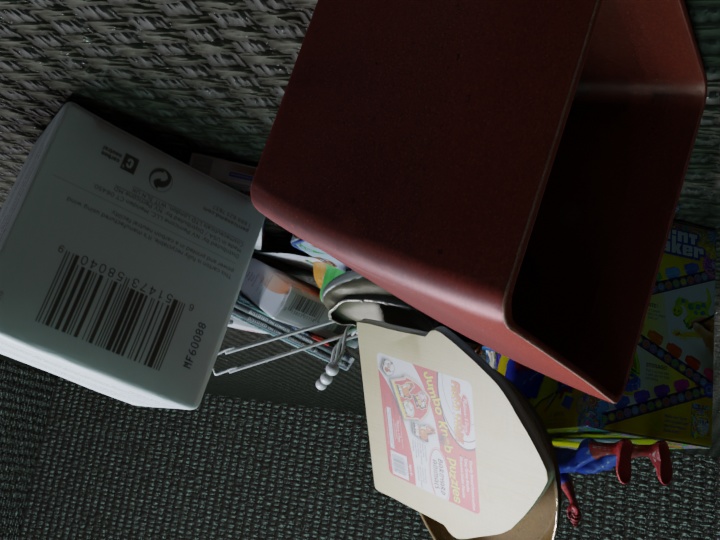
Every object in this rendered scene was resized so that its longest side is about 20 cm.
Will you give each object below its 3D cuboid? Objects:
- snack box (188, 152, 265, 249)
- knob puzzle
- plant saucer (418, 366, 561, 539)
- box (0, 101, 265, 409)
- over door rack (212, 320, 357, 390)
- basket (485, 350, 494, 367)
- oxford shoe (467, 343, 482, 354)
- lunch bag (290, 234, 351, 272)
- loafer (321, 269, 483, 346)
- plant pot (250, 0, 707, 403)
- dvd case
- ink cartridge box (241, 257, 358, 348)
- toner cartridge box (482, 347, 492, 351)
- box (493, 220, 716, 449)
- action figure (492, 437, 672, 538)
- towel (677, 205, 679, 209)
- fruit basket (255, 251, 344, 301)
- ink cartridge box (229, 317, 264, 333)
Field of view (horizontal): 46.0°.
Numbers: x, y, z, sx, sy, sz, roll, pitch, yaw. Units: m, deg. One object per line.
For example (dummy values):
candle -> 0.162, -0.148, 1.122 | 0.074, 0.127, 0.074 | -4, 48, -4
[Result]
snack box -> -0.131, -0.065, 0.856 | 0.071, 0.024, 0.200 | 12, 165, -4
knob puzzle -> 0.084, 0.138, 0.725 | 0.030, 0.221, 0.219 | -22, -172, -40
plant saucer -> 0.111, 0.174, 0.753 | 0.035, 0.202, 0.200 | -7, 176, -34
box -> -0.226, -0.001, 0.758 | 0.198, 0.201, 0.171 | 27, 160, -26
over door rack -> -0.065, 0.089, 0.887 | 0.199, 0.067, 0.148 | -5, 166, -9
basket -> 0.230, 0.136, 1.099 | 0.138, 0.177, 0.200 | 3, 153, 10
oxford shoe -> 0.108, 0.076, 0.875 | 0.071, 0.073, 0.200 | -25, 163, -28
lunch bag -> 0.047, -0.035, 0.771 | 0.199, 0.076, 0.160 | 17, 161, -25
loafer -> 0.053, 0.040, 0.763 | 0.199, 0.070, 0.075 | -1, 158, 25
plant pot -> 0.061, -0.062, 0.460 | 0.175, 0.201, 0.200 | 13, 170, 33
dvd case -> -0.113, 0.049, 1.022 | 0.199, 0.022, 0.146 | 30, -176, -26
ink cartridge box -> -0.099, 0.014, 1.047 | 0.200, 0.050, 0.162 | 38, -172, 39
toner cartridge box -> 0.215, 0.053, 0.955 | 0.199, 0.096, 0.043 | 10, 164, -5
box -> 0.223, 0.066, 0.806 | 0.121, 0.194, 0.200 | 11, 164, -13
action figure -> 0.181, 0.195, 0.749 | 0.065, 0.100, 0.200 | 9, 169, -22
towel -> 0.133, -0.041, 0.644 | 0.199, 0.049, 0.112 | -22, 150, 22
fruit basket -> 0.000, 0.000, 0.951 | 0.184, 0.094, 0.200 | 19, 178, -31
ink cartridge box -> -0.189, 0.041, 1.179 | 0.199, 0.068, 0.116 | 16, 173, -27
